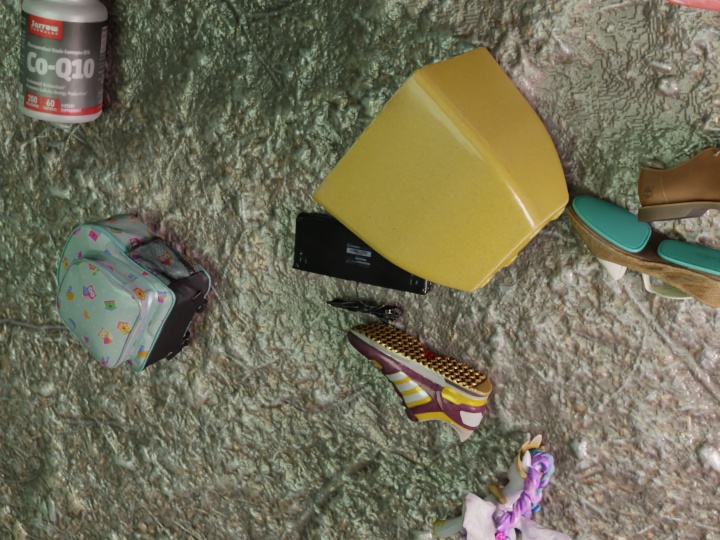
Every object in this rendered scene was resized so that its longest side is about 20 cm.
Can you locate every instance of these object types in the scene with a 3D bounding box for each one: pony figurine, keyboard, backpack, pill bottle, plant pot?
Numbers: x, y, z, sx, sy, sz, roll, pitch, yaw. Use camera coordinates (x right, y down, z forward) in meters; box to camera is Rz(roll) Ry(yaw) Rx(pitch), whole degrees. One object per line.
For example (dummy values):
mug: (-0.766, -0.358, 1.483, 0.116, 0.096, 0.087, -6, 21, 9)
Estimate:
pony figurine: (0.163, 0.309, 1.293, 0.166, 0.193, 0.200, 26, 121, -15)
keyboard: (0.000, 0.000, 1.388, 0.199, 0.021, 0.128, 12, 104, 29)
backpack: (-0.334, 0.024, 1.523, 0.200, 0.153, 0.176, 44, 127, 20)
pill bottle: (-0.402, -0.311, 1.482, 0.114, 0.114, 0.201, 20, 114, 25)
plant pot: (0.109, -0.095, 1.195, 0.200, 0.195, 0.194, 46, 123, 6)

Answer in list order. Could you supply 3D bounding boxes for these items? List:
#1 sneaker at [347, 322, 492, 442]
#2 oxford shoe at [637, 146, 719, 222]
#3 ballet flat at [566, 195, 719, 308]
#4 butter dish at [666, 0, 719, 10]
sneaker: (0.061, 0.139, 1.358, 0.200, 0.075, 0.090, 27, 112, 23)
oxford shoe: (0.376, -0.093, 1.104, 0.199, 0.071, 0.072, -5, 87, 29)
ballet flat: (0.309, -0.012, 1.178, 0.199, 0.068, 0.073, 23, 134, 20)
butter dish: (0.352, -0.343, 1.004, 0.199, 0.148, 0.201, 3, 109, -12)
